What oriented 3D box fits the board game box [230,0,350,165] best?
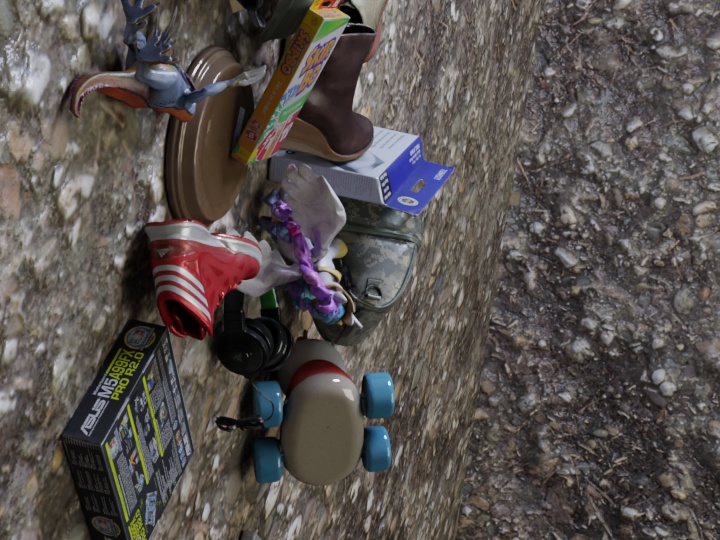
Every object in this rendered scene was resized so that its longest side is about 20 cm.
[{"bbox_3d":[-0.072,-0.210,1.505,0.201,0.030,0.095,-62,171,18],"label":"board game box"}]

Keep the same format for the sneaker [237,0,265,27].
[{"bbox_3d":[-0.096,-0.314,1.374,0.199,0.077,0.141,-14,102,-44],"label":"sneaker"}]

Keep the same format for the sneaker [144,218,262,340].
[{"bbox_3d":[-0.165,0.019,1.433,0.200,0.078,0.117,19,68,-63],"label":"sneaker"}]

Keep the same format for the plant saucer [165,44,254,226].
[{"bbox_3d":[-0.157,-0.140,1.481,0.200,0.029,0.202,10,90,-76],"label":"plant saucer"}]

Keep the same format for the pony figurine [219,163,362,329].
[{"bbox_3d":[-0.072,-0.028,1.629,0.193,0.166,0.200,47,9,-23],"label":"pony figurine"}]

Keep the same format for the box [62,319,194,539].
[{"bbox_3d":[-0.230,0.175,1.394,0.201,0.044,0.161,86,21,-44],"label":"box"}]

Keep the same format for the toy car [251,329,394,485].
[{"bbox_3d":[-0.063,0.172,1.883,0.200,0.183,0.178,-109,-162,-57],"label":"toy car"}]

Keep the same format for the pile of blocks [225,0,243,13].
[{"bbox_3d":[-0.096,-0.358,1.446,0.062,0.081,0.201,74,28,-48],"label":"pile of blocks"}]

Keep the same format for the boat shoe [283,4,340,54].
[{"bbox_3d":[-0.058,-0.260,1.695,0.072,0.064,0.202,-45,145,-70],"label":"boat shoe"}]

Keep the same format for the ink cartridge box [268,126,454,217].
[{"bbox_3d":[0.007,-0.140,1.768,0.200,0.198,0.041,-51,153,-62],"label":"ink cartridge box"}]

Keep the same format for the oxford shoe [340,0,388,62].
[{"bbox_3d":[0.003,-0.376,1.844,0.075,0.070,0.202,-24,123,-66],"label":"oxford shoe"}]

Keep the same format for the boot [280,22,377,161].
[{"bbox_3d":[-0.019,-0.215,1.645,0.199,0.072,0.167,-5,137,-51],"label":"boot"}]

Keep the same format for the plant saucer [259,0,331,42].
[{"bbox_3d":[-0.043,-0.334,1.548,0.201,0.050,0.200,-57,-170,15],"label":"plant saucer"}]

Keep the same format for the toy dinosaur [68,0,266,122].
[{"bbox_3d":[-0.196,-0.180,1.282,0.199,0.105,0.182,-33,161,-18],"label":"toy dinosaur"}]

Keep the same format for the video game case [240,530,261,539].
[{"bbox_3d":[-0.161,0.477,1.927,0.200,0.022,0.183,72,31,-63],"label":"video game case"}]

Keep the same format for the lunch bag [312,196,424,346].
[{"bbox_3d":[0.000,0.000,1.855,0.200,0.138,0.169,124,-26,-65],"label":"lunch bag"}]

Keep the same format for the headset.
[{"bbox_3d":[-0.141,0.094,1.675,0.123,0.093,0.202,-2,87,-71],"label":"headset"}]
